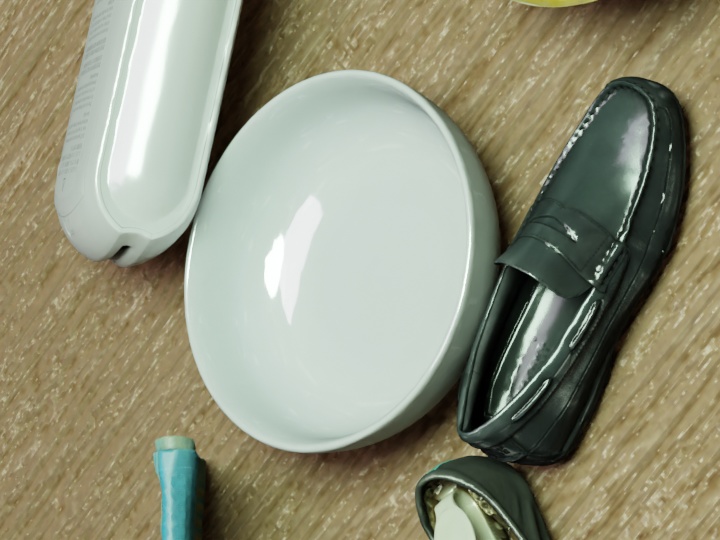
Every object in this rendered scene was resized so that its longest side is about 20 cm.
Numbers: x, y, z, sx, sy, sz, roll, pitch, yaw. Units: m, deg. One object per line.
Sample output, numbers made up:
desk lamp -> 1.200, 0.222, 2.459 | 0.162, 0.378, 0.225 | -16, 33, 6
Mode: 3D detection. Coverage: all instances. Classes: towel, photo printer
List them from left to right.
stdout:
photo printer -> -0.118, -0.101, 1.432 | 0.166, 0.069, 0.201 | 178, 105, -76
towel -> -0.099, 0.192, 1.357 | 0.022, 0.147, 0.201 | 3, 80, 0

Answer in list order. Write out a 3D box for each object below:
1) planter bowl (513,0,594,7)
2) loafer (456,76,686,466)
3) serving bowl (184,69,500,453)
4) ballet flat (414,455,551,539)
planter bowl -> 0.134, -0.217, 1.271 | 0.200, 0.083, 0.201 | -12, 72, 39
loafer -> 0.102, -0.001, 1.257 | 0.068, 0.070, 0.201 | 25, 97, 41
serving bowl -> 0.000, 0.000, 1.350 | 0.200, 0.066, 0.201 | -12, 72, 39
ballet flat -> 0.076, 0.176, 1.240 | 0.068, 0.068, 0.200 | -45, 55, 24
